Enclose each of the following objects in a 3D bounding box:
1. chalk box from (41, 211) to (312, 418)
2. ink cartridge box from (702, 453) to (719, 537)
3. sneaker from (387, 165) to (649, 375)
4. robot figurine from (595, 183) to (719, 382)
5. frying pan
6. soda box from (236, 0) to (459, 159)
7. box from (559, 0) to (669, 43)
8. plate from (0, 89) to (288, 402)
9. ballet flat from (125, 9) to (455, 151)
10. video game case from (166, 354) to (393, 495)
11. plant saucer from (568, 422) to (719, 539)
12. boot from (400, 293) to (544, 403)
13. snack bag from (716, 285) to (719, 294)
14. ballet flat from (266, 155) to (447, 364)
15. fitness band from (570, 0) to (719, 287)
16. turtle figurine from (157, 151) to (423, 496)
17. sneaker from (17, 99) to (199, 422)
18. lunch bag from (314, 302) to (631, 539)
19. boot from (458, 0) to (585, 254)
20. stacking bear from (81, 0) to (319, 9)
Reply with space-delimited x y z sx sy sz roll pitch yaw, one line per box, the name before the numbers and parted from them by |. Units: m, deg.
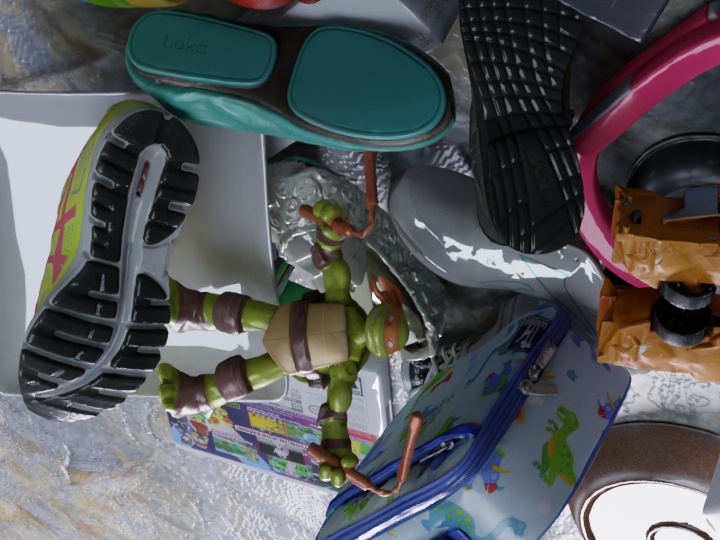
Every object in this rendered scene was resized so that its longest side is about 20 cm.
chalk box | -0.110 0.003 1.188 0.199 0.125 0.124 31 144 -1
ink cartridge box | 0.337 0.146 1.096 0.199 0.085 0.145 -21 122 43
sneaker | 0.111 -0.015 1.063 0.199 0.071 0.080 28 149 -2
robot figurine | 0.224 0.008 0.907 0.197 0.059 0.146 4 136 2
frying pan | 0.194 -0.010 1.055 0.114 0.031 0.190 31 141 -2
soda box | -0.024 -0.132 1.018 0.068 0.064 0.199 41 143 -17
box | 0.091 -0.239 0.761 0.195 0.125 0.201 29 144 1
plate | -0.144 -0.018 1.081 0.197 0.032 0.202 1 112 13
ballet flat | -0.033 -0.100 0.968 0.198 0.068 0.070 14 165 20
video game case | -0.067 0.103 1.369 0.198 0.023 0.183 14 142 17
plant saucer | 0.234 0.185 1.260 0.198 0.035 0.201 18 142 14
boot | 0.072 0.077 1.198 0.094 0.074 0.201 13 143 9
snack bag | 0.279 -0.009 0.942 0.186 0.022 0.201 16 136 -12
ballet flat | 0.000 0.000 1.118 0.071 0.073 0.200 -2 153 35
fitness band | 0.197 -0.062 0.953 0.143 0.038 0.200 39 130 -16
turtle figurine | -0.037 0.030 1.026 0.159 0.203 0.064 -4 180 17
sneaker | -0.146 -0.008 1.021 0.077 0.090 0.202 17 107 -24
lunch bag | 0.063 0.117 1.060 0.082 0.161 0.200 42 146 -7
boot | 0.078 -0.108 0.957 0.067 0.131 0.203 -2 97 -5
stacking bear | -0.108 -0.193 0.948 0.198 0.114 0.122 15 143 22
